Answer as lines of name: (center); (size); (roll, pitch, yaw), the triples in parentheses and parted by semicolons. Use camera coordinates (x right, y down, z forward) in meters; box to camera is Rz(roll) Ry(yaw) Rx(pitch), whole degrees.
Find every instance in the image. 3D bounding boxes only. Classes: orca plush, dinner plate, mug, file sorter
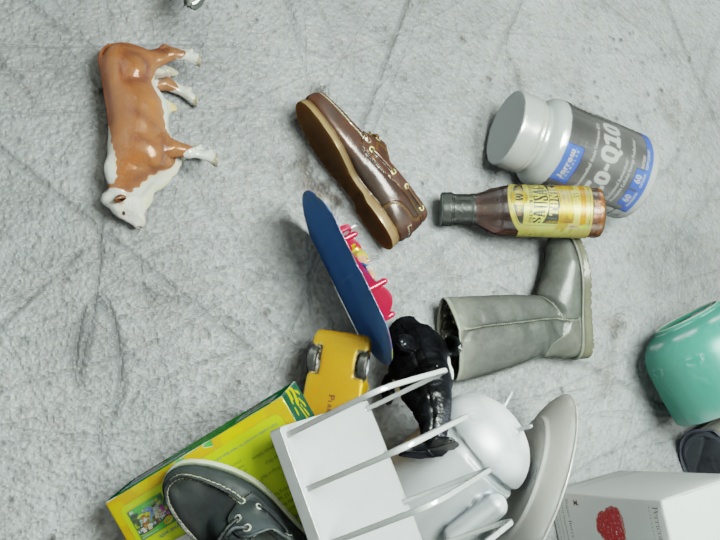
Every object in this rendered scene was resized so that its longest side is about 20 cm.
orca plush: (0.047, 0.105, 0.804); (0.071, 0.104, 0.202); (48, 31, -28)
dinner plate: (0.180, 0.224, 0.819); (0.024, 0.201, 0.203); (21, 70, 0)
mug: (0.440, 0.111, 0.982); (0.150, 0.185, 0.116); (-28, 82, -1)
file sorter: (0.041, 0.197, 0.645); (0.138, 0.124, 0.203); (-2, 65, -57)

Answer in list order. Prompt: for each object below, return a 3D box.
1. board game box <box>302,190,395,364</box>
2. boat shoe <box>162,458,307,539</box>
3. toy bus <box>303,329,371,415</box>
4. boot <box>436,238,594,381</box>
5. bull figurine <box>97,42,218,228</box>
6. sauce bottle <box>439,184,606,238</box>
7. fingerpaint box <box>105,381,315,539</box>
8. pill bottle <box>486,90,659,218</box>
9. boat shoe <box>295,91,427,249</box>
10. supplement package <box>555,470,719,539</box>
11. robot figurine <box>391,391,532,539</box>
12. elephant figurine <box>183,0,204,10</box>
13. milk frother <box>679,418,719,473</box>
board game box: (0.000, 0.000, 0.813); (0.038, 0.158, 0.203); (-26, 88, -13)
boat shoe: (-0.093, 0.237, 0.650); (0.199, 0.066, 0.075); (40, 99, 3)
toy bus: (-0.031, 0.170, 0.803); (0.064, 0.078, 0.204); (6, 74, 9)
boot: (0.186, 0.037, 0.937); (0.196, 0.073, 0.186); (-2, 77, -15)
bull figurine: (-0.222, -0.149, 0.814); (0.119, 0.065, 0.204); (-6, 83, -26)
sauce bottle: (0.195, -0.072, 0.934); (0.196, 0.066, 0.067); (0, 77, 0)
fingerpaint box: (-0.107, 0.231, 0.722); (0.198, 0.073, 0.169); (-32, 90, 7)
pill bottle: (0.268, -0.149, 0.979); (0.197, 0.114, 0.116); (17, 72, -17)
boat shoe: (0.003, -0.124, 0.894); (0.070, 0.070, 0.201); (-38, 102, -17)
supplement package: (0.324, 0.297, 0.853); (0.118, 0.200, 0.124); (-7, 80, -22)
robot figurine: (0.096, 0.210, 0.804); (0.200, 0.170, 0.113); (-44, 121, 10)
elephant figurine: (-0.225, -0.405, 0.851); (0.197, 0.156, 0.143); (25, 113, -3)
milk frother: (0.550, 0.244, 0.956); (0.186, 0.200, 0.183); (-23, 91, -24)
